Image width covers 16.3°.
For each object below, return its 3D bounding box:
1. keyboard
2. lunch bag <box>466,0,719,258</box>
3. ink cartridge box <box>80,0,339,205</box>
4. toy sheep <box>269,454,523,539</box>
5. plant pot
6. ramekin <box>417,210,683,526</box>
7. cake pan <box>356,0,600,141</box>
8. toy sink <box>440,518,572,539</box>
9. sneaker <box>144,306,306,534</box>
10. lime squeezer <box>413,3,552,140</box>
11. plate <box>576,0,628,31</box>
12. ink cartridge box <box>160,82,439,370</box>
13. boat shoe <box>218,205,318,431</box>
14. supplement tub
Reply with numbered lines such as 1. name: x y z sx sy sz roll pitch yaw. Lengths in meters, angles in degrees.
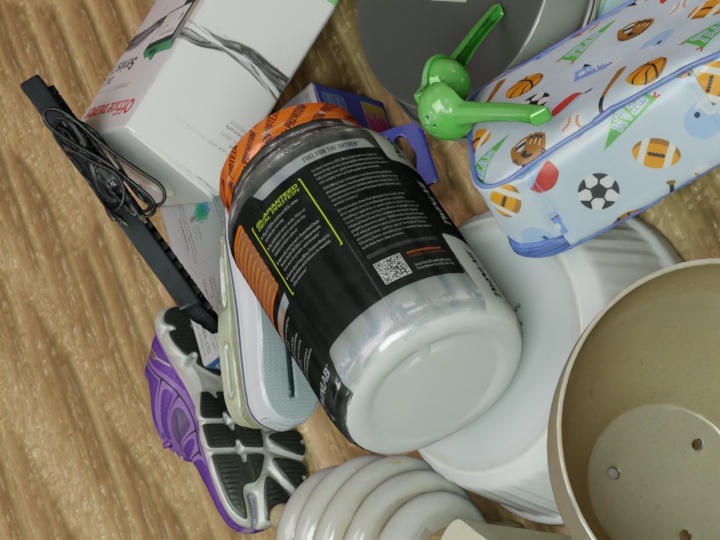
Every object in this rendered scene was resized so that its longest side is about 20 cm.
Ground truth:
1. keyboard: -0.148 -0.051 1.648 0.040 0.104 0.200 -38 76 3
2. lunch bag: 0.158 -0.100 1.475 0.200 0.076 0.160 -28 24 15
3. ink cartridge box: -0.100 -0.150 1.721 0.200 0.084 0.146 -59 18 -13
4. toy sheep: 0.016 0.176 1.569 0.200 0.138 0.138 5 85 46
5. plant pot: 0.189 0.107 1.397 0.134 0.200 0.201 123 145 -71
6. ramekin: 0.105 0.052 1.537 0.202 0.094 0.203 -12 73 43
7. cake pan: 0.071 -0.185 1.631 0.200 0.037 0.201 -12 73 43
8. toy sink: 0.090 0.225 1.439 0.112 0.200 0.131 35 107 43
9. sneaker: -0.099 0.114 1.760 0.084 0.080 0.200 -64 35 32
10. lime squeezer: 0.063 -0.114 1.491 0.071 0.038 0.200 -41 20 12
11. plate: 0.120 -0.194 1.628 0.200 0.026 0.201 -13 71 44
12. ink cartridge box: -0.034 -0.032 1.710 0.200 0.076 0.137 -38 57 35
13. boat shoe: -0.068 0.006 1.635 0.062 0.072 0.200 -13 74 48
14. supplement tub: 0.000 0.000 1.490 0.123 0.122 0.200 -52 50 24
